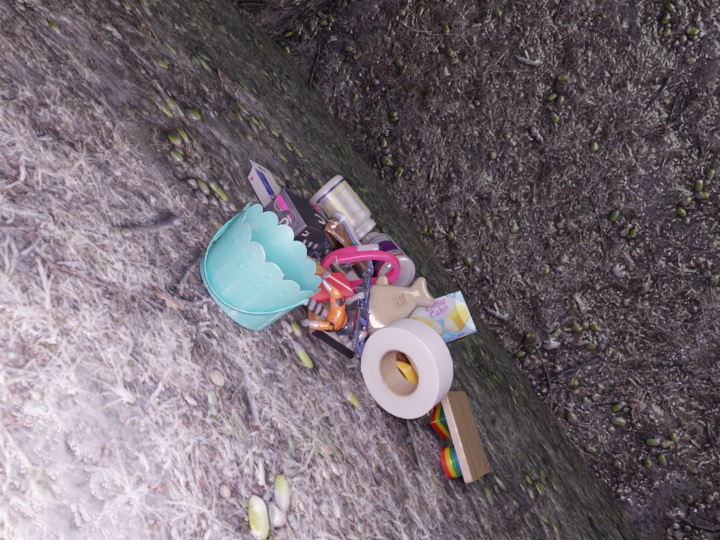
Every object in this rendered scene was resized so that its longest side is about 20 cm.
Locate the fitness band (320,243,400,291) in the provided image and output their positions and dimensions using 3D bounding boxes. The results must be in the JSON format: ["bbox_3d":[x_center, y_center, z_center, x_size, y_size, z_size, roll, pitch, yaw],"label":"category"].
[{"bbox_3d":[0.000,0.000,1.393,0.145,0.195,0.038,79,5,-50],"label":"fitness band"}]

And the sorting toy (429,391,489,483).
[{"bbox_3d":[0.231,0.403,1.379,0.198,0.068,0.204,26,46,-64],"label":"sorting toy"}]

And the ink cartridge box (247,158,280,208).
[{"bbox_3d":[-0.244,-0.207,1.532,0.094,0.037,0.202,24,34,-59],"label":"ink cartridge box"}]

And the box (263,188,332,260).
[{"bbox_3d":[-0.149,-0.104,1.436,0.123,0.106,0.199,56,16,21],"label":"box"}]

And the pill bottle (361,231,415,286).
[{"bbox_3d":[0.071,-0.031,1.632,0.112,0.113,0.201,39,9,-36],"label":"pill bottle"}]

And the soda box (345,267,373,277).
[{"bbox_3d":[0.014,0.030,1.690,0.201,0.063,0.068,51,15,1],"label":"soda box"}]

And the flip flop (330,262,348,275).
[{"bbox_3d":[-0.089,-0.061,1.605,0.201,0.057,0.081,49,15,-10],"label":"flip flop"}]

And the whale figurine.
[{"bbox_3d":[0.078,0.088,1.385,0.104,0.197,0.162,113,-47,-74],"label":"whale figurine"}]

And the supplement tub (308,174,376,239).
[{"bbox_3d":[-0.057,-0.187,1.829,0.201,0.144,0.145,50,15,-6],"label":"supplement tub"}]

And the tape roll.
[{"bbox_3d":[0.098,0.211,1.233,0.070,0.203,0.204,-20,70,-51],"label":"tape roll"}]

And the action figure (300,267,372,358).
[{"bbox_3d":[-0.040,0.076,1.216,0.193,0.103,0.204,41,52,-45],"label":"action figure"}]

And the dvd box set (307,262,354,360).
[{"bbox_3d":[-0.067,0.089,1.308,0.146,0.029,0.203,39,29,-39],"label":"dvd box set"}]

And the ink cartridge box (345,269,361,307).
[{"bbox_3d":[0.037,0.103,1.545,0.199,0.085,0.149,39,19,-33],"label":"ink cartridge box"}]

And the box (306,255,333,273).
[{"bbox_3d":[-0.132,-0.009,1.393,0.039,0.041,0.199,57,15,22],"label":"box"}]

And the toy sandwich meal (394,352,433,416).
[{"bbox_3d":[0.105,0.261,1.363,0.207,0.069,0.206,61,-11,20],"label":"toy sandwich meal"}]

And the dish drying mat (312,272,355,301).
[{"bbox_3d":[-0.103,0.036,1.253,0.197,0.018,0.078,-1,52,-40],"label":"dish drying mat"}]

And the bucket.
[{"bbox_3d":[-0.184,-0.002,1.035,0.207,0.134,0.208,46,15,-16],"label":"bucket"}]

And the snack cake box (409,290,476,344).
[{"bbox_3d":[0.185,0.140,1.467,0.117,0.196,0.067,69,-22,13],"label":"snack cake box"}]

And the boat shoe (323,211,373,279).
[{"bbox_3d":[-0.037,-0.047,1.430,0.072,0.072,0.202,6,-46,50],"label":"boat shoe"}]
